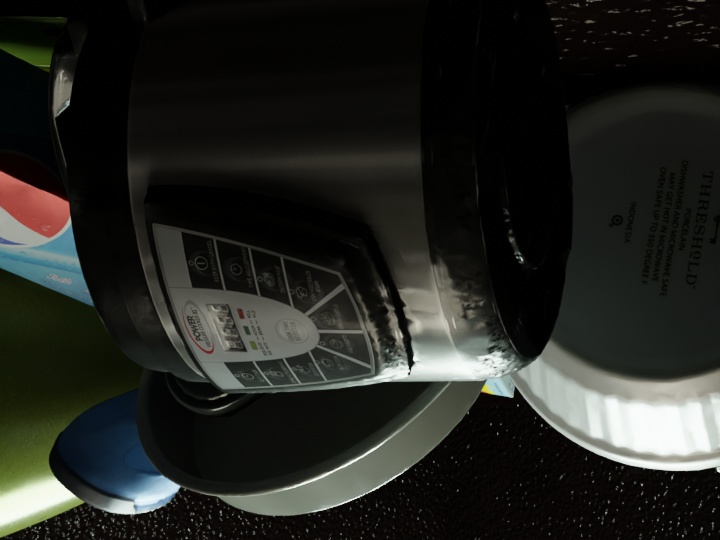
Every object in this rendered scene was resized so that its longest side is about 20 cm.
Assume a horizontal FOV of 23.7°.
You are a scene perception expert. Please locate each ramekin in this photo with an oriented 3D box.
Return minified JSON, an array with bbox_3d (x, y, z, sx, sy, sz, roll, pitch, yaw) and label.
[{"bbox_3d":[0.156,-0.005,0.877,0.202,0.203,0.094,-1,160,15],"label":"ramekin"}]

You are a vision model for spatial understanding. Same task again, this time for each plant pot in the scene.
[{"bbox_3d":[-0.201,0.070,0.973,0.200,0.188,0.187,-3,175,-32],"label":"plant pot"}]

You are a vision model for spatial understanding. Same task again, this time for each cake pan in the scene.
[{"bbox_3d":[-0.015,0.038,0.830,0.200,0.200,0.037,-5,134,36],"label":"cake pan"}]

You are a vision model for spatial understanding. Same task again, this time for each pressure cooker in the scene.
[{"bbox_3d":[-0.026,-0.039,0.686,0.200,0.176,0.179,-1,174,19],"label":"pressure cooker"}]

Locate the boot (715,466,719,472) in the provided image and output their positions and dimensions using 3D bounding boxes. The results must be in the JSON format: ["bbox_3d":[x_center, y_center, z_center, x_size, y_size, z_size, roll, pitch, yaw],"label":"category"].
[{"bbox_3d":[0.197,0.016,0.948,0.181,0.200,0.073,-3,161,12],"label":"boot"}]

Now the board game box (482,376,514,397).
[{"bbox_3d":[0.000,0.000,1.033,0.200,0.105,0.103,11,167,16],"label":"board game box"}]

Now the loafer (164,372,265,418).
[{"bbox_3d":[-0.015,-0.011,0.813,0.072,0.200,0.063,30,173,26],"label":"loafer"}]

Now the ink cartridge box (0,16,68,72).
[{"bbox_3d":[-0.120,-0.066,0.847,0.147,0.076,0.200,1,173,-3],"label":"ink cartridge box"}]

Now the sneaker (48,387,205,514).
[{"bbox_3d":[-0.087,0.070,0.915,0.066,0.079,0.200,42,-154,19],"label":"sneaker"}]

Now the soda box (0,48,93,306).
[{"bbox_3d":[-0.158,-0.048,0.762,0.200,0.068,0.064,25,137,-30],"label":"soda box"}]
